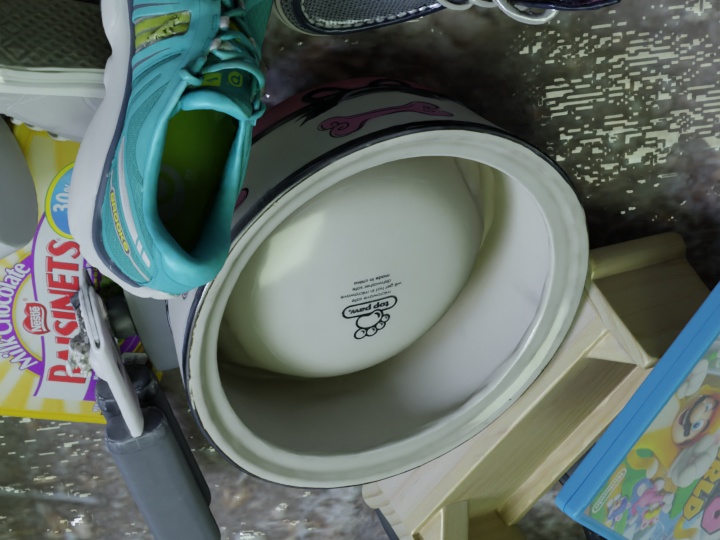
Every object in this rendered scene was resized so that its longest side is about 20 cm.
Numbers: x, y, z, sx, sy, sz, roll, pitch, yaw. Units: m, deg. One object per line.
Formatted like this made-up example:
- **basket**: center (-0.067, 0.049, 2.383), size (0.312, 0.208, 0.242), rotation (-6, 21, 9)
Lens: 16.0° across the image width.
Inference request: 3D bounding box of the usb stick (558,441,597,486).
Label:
- **usb stick**: center (0.183, 0.058, 1.319), size (0.200, 0.033, 0.055), rotation (-30, 133, 22)

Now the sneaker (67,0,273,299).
- **sneaker**: center (-0.061, -0.086, 1.045), size (0.077, 0.080, 0.200), rotation (8, 91, -30)

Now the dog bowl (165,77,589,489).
- **dog bowl**: center (0.000, 0.000, 1.169), size (0.200, 0.074, 0.200), rotation (-16, 132, -19)

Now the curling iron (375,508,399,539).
- **curling iron**: center (0.039, 0.147, 1.398), size (0.050, 0.026, 0.200), rotation (-37, 128, -1)

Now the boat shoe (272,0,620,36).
- **boat shoe**: center (0.049, -0.135, 1.056), size (0.200, 0.093, 0.075), rotation (-29, 132, 20)

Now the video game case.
- **video game case**: center (0.187, 0.088, 1.255), size (0.143, 0.018, 0.200), rotation (-53, 142, 3)

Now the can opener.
- **can opener**: center (-0.097, 0.070, 1.241), size (0.066, 0.053, 0.200), rotation (-14, 138, -1)

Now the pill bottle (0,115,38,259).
- **pill bottle**: center (-0.246, -0.007, 1.128), size (0.200, 0.111, 0.111), rotation (-25, 134, 18)

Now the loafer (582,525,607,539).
- **loafer**: center (0.161, 0.142, 1.364), size (0.070, 0.068, 0.201), rotation (-39, 156, -14)

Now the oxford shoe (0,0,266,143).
- **oxford shoe**: center (-0.138, -0.085, 1.095), size (0.200, 0.075, 0.058), rotation (10, 131, -25)

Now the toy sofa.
- **toy sofa**: center (0.085, 0.058, 1.278), size (0.083, 0.098, 0.200), rotation (-10, 148, -48)

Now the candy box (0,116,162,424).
- **candy box**: center (-0.131, -0.001, 1.216), size (0.102, 0.026, 0.200), rotation (7, 134, -14)
